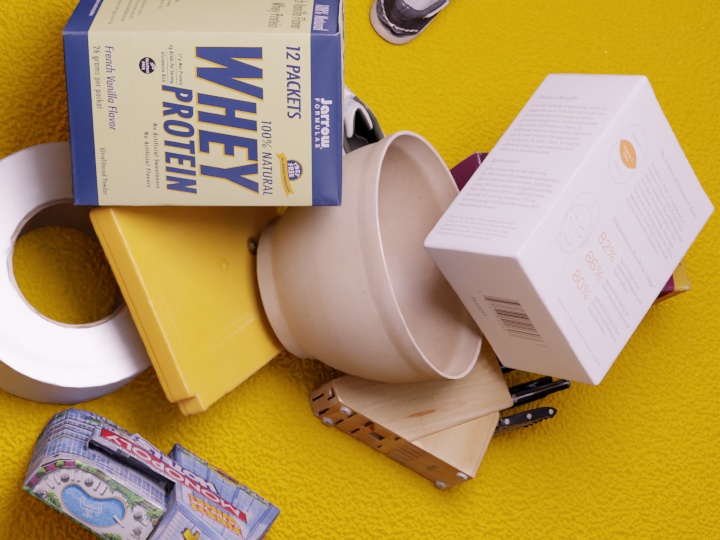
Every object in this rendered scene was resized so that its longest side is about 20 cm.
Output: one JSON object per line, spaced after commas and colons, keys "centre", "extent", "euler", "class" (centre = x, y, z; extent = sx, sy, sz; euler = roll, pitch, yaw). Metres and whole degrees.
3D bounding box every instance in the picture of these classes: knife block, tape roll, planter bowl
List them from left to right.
{"centre": [-0.235, 0.002, 1.399], "extent": [0.201, 0.071, 0.204], "euler": [6, 74, -20], "class": "tape roll"}
{"centre": [0.000, 0.000, 1.417], "extent": [0.200, 0.134, 0.202], "euler": [40, 43, -53], "class": "planter bowl"}
{"centre": [0.077, 0.087, 1.507], "extent": [0.199, 0.064, 0.176], "euler": [30, 66, -12], "class": "knife block"}

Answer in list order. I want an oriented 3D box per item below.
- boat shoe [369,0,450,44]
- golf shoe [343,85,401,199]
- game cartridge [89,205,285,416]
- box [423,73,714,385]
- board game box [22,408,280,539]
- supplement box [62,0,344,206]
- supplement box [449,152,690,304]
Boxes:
{"centre": [0.079, -0.295, 1.618], "extent": [0.074, 0.060, 0.200], "euler": [41, 64, -6], "class": "boat shoe"}
{"centre": [-0.023, -0.142, 1.514], "extent": [0.078, 0.097, 0.201], "euler": [-35, 89, -25], "class": "golf shoe"}
{"centre": [-0.120, 0.000, 1.398], "extent": [0.200, 0.032, 0.177], "euler": [-36, 107, -54], "class": "game cartridge"}
{"centre": [0.171, -0.036, 1.412], "extent": [0.200, 0.106, 0.153], "euler": [-52, 126, -25], "class": "box"}
{"centre": [-0.150, 0.179, 1.311], "extent": [0.199, 0.200, 0.062], "euler": [34, 93, -11], "class": "board game box"}
{"centre": [-0.112, -0.146, 1.344], "extent": [0.198, 0.200, 0.135], "euler": [0, 114, 0], "class": "supplement box"}
{"centre": [0.177, -0.032, 1.560], "extent": [0.198, 0.103, 0.132], "euler": [-2, 77, -22], "class": "supplement box"}
